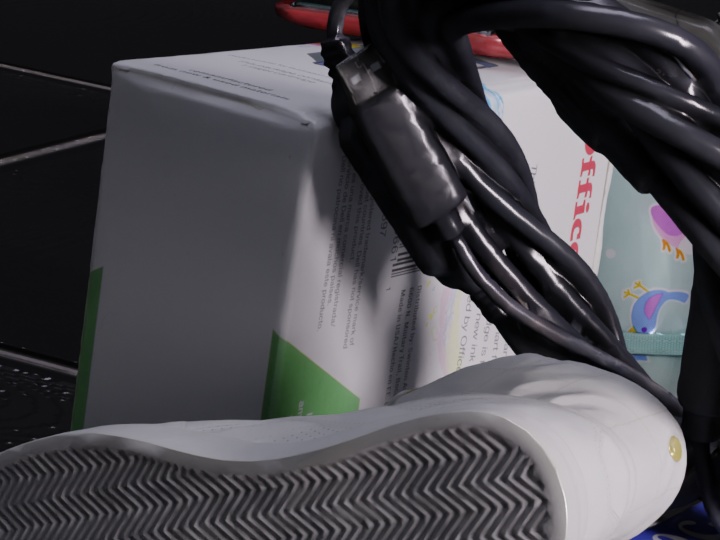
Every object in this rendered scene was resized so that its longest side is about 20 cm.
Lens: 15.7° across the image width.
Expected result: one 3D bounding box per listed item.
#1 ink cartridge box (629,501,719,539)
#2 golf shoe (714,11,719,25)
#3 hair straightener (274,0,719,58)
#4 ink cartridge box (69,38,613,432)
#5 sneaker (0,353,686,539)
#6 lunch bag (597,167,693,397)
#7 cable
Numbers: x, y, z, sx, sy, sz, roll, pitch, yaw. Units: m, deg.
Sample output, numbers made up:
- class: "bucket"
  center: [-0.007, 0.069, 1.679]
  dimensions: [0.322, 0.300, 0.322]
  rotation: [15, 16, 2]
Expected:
- class: "ink cartridge box"
  center: [0.094, 0.111, 0.701]
  dimensions: [0.094, 0.044, 0.200]
  rotation: [18, 17, 30]
- class: "golf shoe"
  center: [0.144, -0.041, 1.113]
  dimensions: [0.095, 0.200, 0.078]
  rotation: [50, -6, 18]
- class: "hair straightener"
  center: [0.069, -0.104, 0.873]
  dimensions: [0.200, 0.077, 0.041]
  rotation: [13, 14, 21]
- class: "ink cartridge box"
  center: [0.000, 0.000, 0.884]
  dimensions: [0.087, 0.145, 0.200]
  rotation: [17, 18, 33]
- class: "sneaker"
  center: [-0.010, 0.068, 0.717]
  dimensions: [0.200, 0.074, 0.116]
  rotation: [-7, 2, 29]
- class: "lunch bag"
  center: [0.173, -0.010, 1.000]
  dimensions: [0.200, 0.161, 0.077]
  rotation: [2, 9, 2]
- class: "cable"
  center: [0.070, -0.011, 0.724]
  dimensions: [0.051, 0.200, 0.163]
  rotation: [-36, 11, -25]
